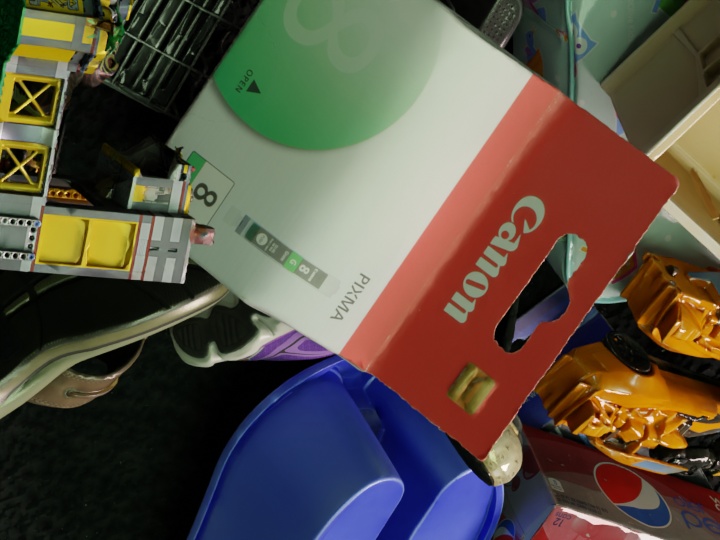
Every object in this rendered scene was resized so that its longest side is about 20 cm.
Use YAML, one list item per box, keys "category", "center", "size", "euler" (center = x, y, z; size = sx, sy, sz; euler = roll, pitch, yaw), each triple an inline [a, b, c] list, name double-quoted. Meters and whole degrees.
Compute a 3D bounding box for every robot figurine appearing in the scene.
- category: "robot figurine"
  center: [0.189, 0.059, 1.276]
  size: [0.199, 0.058, 0.145]
  euler: [18, 124, -40]

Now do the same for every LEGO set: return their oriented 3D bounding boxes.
- category: "LEGO set"
  center: [-0.128, -0.075, 1.069]
  size: [0.115, 0.200, 0.155]
  euler: [5, 97, -28]

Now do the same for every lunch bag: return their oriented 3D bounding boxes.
- category: "lunch bag"
  center: [0.160, -0.086, 1.249]
  size: [0.159, 0.077, 0.201]
  euler: [-13, 119, -18]

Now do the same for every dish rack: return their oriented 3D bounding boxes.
- category: "dish rack"
  center: [-0.028, -0.118, 1.171]
  size: [0.199, 0.055, 0.154]
  euler: [27, 102, -28]

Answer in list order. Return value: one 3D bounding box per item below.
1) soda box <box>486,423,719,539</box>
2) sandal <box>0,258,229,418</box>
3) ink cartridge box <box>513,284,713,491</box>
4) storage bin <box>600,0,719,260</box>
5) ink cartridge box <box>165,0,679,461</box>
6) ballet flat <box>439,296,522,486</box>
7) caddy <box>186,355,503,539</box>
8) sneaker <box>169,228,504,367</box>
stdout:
- category: "soda box"
  center: [0.155, 0.151, 1.319]
  size: [0.199, 0.070, 0.064]
  euler: [21, 117, -29]
- category: "sandal"
  center: [-0.151, 0.036, 1.189]
  size: [0.200, 0.080, 0.057]
  euler: [-30, 139, 4]
- category: "ink cartridge box"
  center: [0.129, 0.107, 1.353]
  size: [0.099, 0.039, 0.200]
  euler: [-36, 122, -2]
- category: "storage bin"
  center: [0.253, -0.071, 1.157]
  size: [0.198, 0.094, 0.200]
  euler: [-43, 114, 16]
- category: "ink cartridge box"
  center: [0.016, -0.036, 1.099]
  size: [0.161, 0.200, 0.050]
  euler: [-55, 163, 10]
- category: "ballet flat"
  center: [0.057, 0.043, 1.200]
  size: [0.056, 0.200, 0.067]
  euler: [-24, 112, 7]
- category: "caddy"
  center: [-0.017, 0.132, 1.266]
  size: [0.141, 0.105, 0.201]
  euler: [-2, 127, -39]
- category: "sneaker"
  center: [0.000, 0.000, 1.189]
  size: [0.083, 0.199, 0.081]
  euler: [14, 68, -53]
